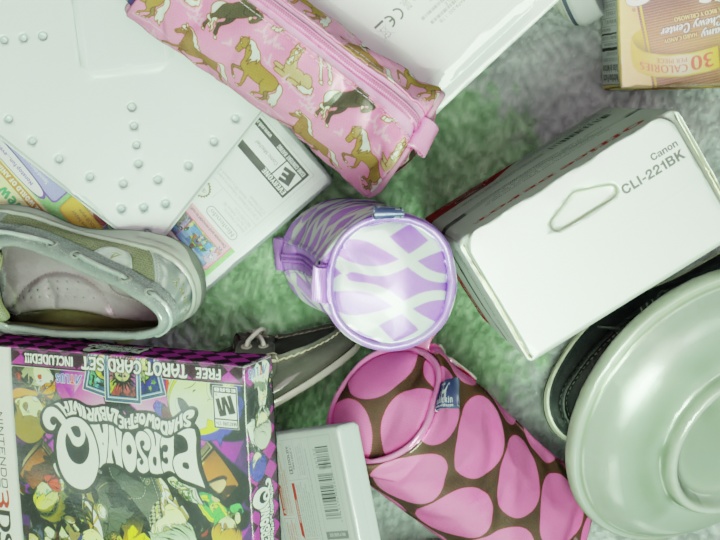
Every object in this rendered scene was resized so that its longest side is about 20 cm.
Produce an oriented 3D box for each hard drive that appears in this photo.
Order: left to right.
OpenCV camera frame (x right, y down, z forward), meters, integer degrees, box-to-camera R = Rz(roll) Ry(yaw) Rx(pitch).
[{"bbox_3d":[0.016,-0.204,1.174,0.132,0.027,0.200,-42,98,12],"label":"hard drive"}]

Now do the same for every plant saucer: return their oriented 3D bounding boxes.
[{"bbox_3d":[0.223,0.094,1.203,0.200,0.050,0.200,-15,124,-23],"label":"plant saucer"}]

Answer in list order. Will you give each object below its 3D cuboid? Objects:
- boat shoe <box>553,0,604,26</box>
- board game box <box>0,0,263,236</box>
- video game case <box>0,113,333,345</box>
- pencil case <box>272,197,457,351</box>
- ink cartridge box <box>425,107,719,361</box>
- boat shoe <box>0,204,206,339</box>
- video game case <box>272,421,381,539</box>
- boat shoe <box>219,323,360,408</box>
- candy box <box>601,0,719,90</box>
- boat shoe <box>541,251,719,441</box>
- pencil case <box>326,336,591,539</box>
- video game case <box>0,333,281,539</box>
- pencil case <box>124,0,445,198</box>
[{"bbox_3d":[0.083,-0.234,1.208,0.070,0.071,0.200,-26,107,17],"label":"boat shoe"},{"bbox_3d":[-0.147,-0.150,1.199,0.200,0.026,0.200,38,89,-7],"label":"board game box"},{"bbox_3d":[-0.150,-0.074,1.232,0.182,0.022,0.200,-41,97,0],"label":"video game case"},{"bbox_3d":[0.000,0.000,1.160,0.085,0.200,0.084,-8,95,-7],"label":"pencil case"},{"bbox_3d":[0.127,-0.028,1.162,0.144,0.200,0.084,-32,96,0],"label":"ink cartridge box"},{"bbox_3d":[-0.197,0.008,1.188,0.202,0.065,0.075,8,115,16],"label":"boat shoe"},{"bbox_3d":[-0.055,0.170,1.176,0.018,0.200,0.144,-10,88,-39],"label":"video game case"},{"bbox_3d":[-0.099,0.071,1.225,0.200,0.067,0.057,-25,100,2],"label":"boat shoe"},{"bbox_3d":[0.212,-0.215,1.224,0.115,0.055,0.201,-2,94,-5],"label":"candy box"},{"bbox_3d":[0.203,0.043,1.243,0.200,0.062,0.075,-33,98,1],"label":"boat shoe"},{"bbox_3d":[0.069,0.120,1.191,0.200,0.091,0.094,44,59,-43],"label":"pencil case"},{"bbox_3d":[-0.141,0.135,1.176,0.200,0.036,0.182,4,102,28],"label":"video game case"},{"bbox_3d":[-0.043,-0.128,1.148,0.200,0.087,0.083,38,111,-3],"label":"pencil case"}]
